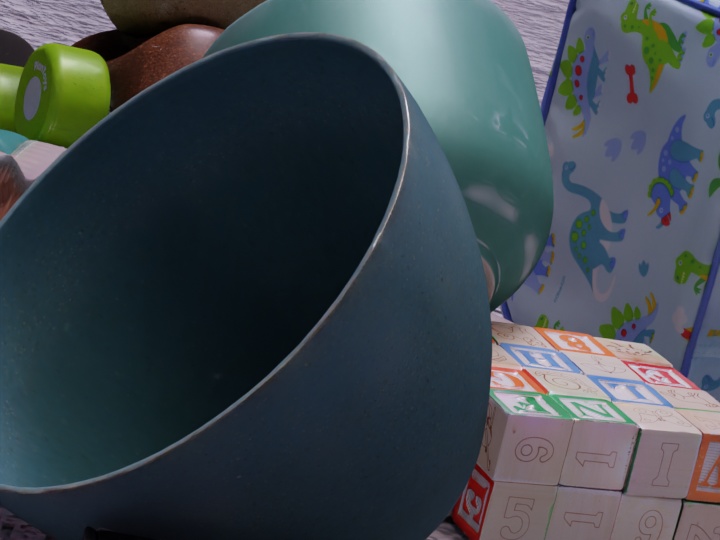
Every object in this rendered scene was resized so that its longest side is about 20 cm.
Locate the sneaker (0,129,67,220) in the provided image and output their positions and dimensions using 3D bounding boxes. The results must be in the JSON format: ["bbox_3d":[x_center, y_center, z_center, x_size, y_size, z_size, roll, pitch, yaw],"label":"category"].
[{"bbox_3d":[-0.191,-0.031,1.260,0.080,0.071,0.200,15,7,6],"label":"sneaker"}]

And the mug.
[{"bbox_3d":[0.002,-0.026,1.214,0.152,0.185,0.115,2,54,-17],"label":"mug"}]

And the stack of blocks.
[{"bbox_3d":[0.046,0.064,1.141,0.200,0.059,0.115,8,16,-22],"label":"stack of blocks"}]

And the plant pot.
[{"bbox_3d":[-0.032,0.036,0.988,0.135,0.200,0.200,50,-7,-34],"label":"plant pot"}]

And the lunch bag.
[{"bbox_3d":[0.148,-0.041,1.343,0.082,0.200,0.161,3,18,-39],"label":"lunch bag"}]

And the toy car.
[{"bbox_3d":[-0.098,-0.143,1.432,0.164,0.200,0.158,9,-7,-29],"label":"toy car"}]

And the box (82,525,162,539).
[{"bbox_3d":[0.011,0.143,0.849,0.200,0.046,0.159,11,15,-9],"label":"box"}]

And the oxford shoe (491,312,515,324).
[{"bbox_3d":[0.000,0.000,1.303,0.200,0.073,0.071,22,16,27],"label":"oxford shoe"}]

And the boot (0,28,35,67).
[{"bbox_3d":[-0.276,-0.115,1.511,0.200,0.074,0.075,13,-4,-20],"label":"boot"}]
